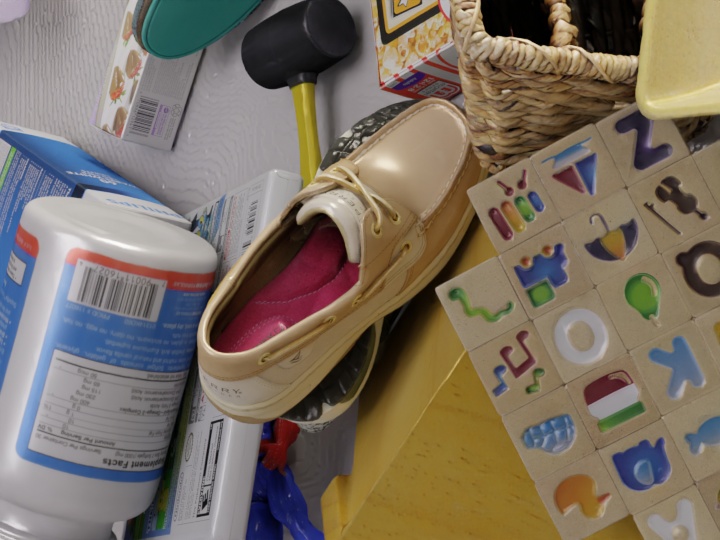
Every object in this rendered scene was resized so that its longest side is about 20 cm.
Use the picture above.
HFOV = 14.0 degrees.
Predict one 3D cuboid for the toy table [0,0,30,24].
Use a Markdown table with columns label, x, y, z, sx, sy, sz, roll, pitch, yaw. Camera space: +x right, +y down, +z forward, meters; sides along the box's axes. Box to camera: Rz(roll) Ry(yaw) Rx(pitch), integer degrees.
| label | x | y | z | sx | sy | sz | roll | pitch | yaw |
| --- | --- | --- | --- | --- | --- | --- | --- | --- | --- |
| toy table | -0.280 | -0.237 | 1.872 | 0.199 | 0.183 | 0.118 | 21 | 113 | 41 |

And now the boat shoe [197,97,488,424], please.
| label | x | y | z | sx | sy | sz | roll | pitch | yaw |
| --- | --- | --- | --- | --- | --- | --- | --- | --- | --- |
| boat shoe | -0.008 | -0.013 | 1.460 | 0.074 | 0.069 | 0.200 | 33 | 74 | 23 |

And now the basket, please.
| label | x | y | z | sx | sy | sz | roll | pitch | yaw |
| --- | --- | --- | --- | --- | --- | --- | --- | --- | --- |
| basket | 0.106 | -0.167 | 1.380 | 0.142 | 0.149 | 0.201 | -8 | 67 | 3 |

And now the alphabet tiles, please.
| label | x | y | z | sx | sy | sz | roll | pitch | yaw |
| --- | --- | --- | --- | --- | --- | --- | --- | --- | --- |
| alphabet tiles | 0.137 | 0.030 | 1.332 | 0.166 | 0.006 | 0.201 | -28 | 87 | 8 |

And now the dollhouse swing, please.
| label | x | y | z | sx | sy | sz | roll | pitch | yaw |
| --- | --- | --- | --- | --- | --- | --- | --- | --- | --- |
| dollhouse swing | 0.094 | 0.066 | 1.455 | 0.181 | 0.176 | 0.200 | 34 | 111 | 4 |

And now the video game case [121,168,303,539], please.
| label | x | y | z | sx | sy | sz | roll | pitch | yaw |
| --- | --- | --- | --- | --- | --- | --- | --- | --- | --- |
| video game case | -0.083 | 0.056 | 1.611 | 0.182 | 0.022 | 0.201 | 159 | 121 | -68 |

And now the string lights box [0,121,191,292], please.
| label | x | y | z | sx | sy | sz | roll | pitch | yaw |
| --- | --- | --- | --- | --- | --- | --- | --- | --- | --- |
| string lights box | -0.178 | -0.013 | 1.741 | 0.200 | 0.059 | 0.103 | 33 | 107 | 58 |

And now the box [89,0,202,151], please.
| label | x | y | z | sx | sy | sz | roll | pitch | yaw |
| --- | --- | --- | --- | --- | --- | --- | --- | --- | --- |
| box | -0.108 | -0.172 | 1.743 | 0.039 | 0.041 | 0.201 | 25 | 100 | 49 |

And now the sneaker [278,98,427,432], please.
| label | x | y | z | sx | sy | sz | roll | pitch | yaw |
| --- | --- | --- | --- | --- | --- | --- | --- | --- | --- |
| sneaker | 0.000 | 0.000 | 1.543 | 0.077 | 0.089 | 0.201 | 27 | 73 | 13 |

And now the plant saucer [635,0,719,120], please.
| label | x | y | z | sx | sy | sz | roll | pitch | yaw |
| --- | --- | --- | --- | --- | --- | --- | --- | --- | --- |
| plant saucer | 0.227 | -0.161 | 1.293 | 0.199 | 0.048 | 0.201 | -3 | 72 | 36 |

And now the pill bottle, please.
| label | x | y | z | sx | sy | sz | roll | pitch | yaw |
| --- | --- | --- | --- | --- | --- | --- | --- | --- | --- |
| pill bottle | -0.154 | 0.070 | 1.600 | 0.112 | 0.112 | 0.201 | 28 | 105 | 48 |

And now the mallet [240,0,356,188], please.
| label | x | y | z | sx | sy | sz | roll | pitch | yaw |
| --- | --- | --- | --- | --- | --- | --- | --- | --- | --- |
| mallet | -0.021 | -0.056 | 1.620 | 0.066 | 0.041 | 0.201 | -32 | 62 | 44 |

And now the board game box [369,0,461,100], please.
| label | x | y | z | sx | sy | sz | roll | pitch | yaw |
| --- | --- | --- | --- | --- | --- | --- | --- | --- | --- |
| board game box | 0.063 | -0.209 | 1.551 | 0.151 | 0.046 | 0.201 | -26 | 61 | 42 |

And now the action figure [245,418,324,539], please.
| label | x | y | z | sx | sy | sz | roll | pitch | yaw |
| --- | --- | --- | --- | --- | --- | --- | --- | --- | --- |
| action figure | -0.051 | 0.120 | 1.585 | 0.066 | 0.052 | 0.200 | -52 | 35 | 30 |

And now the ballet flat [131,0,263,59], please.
| label | x | y | z | sx | sy | sz | roll | pitch | yaw |
| --- | --- | --- | --- | --- | --- | --- | --- | --- | --- |
| ballet flat | -0.063 | -0.206 | 1.686 | 0.200 | 0.074 | 0.074 | -44 | 50 | 24 |
